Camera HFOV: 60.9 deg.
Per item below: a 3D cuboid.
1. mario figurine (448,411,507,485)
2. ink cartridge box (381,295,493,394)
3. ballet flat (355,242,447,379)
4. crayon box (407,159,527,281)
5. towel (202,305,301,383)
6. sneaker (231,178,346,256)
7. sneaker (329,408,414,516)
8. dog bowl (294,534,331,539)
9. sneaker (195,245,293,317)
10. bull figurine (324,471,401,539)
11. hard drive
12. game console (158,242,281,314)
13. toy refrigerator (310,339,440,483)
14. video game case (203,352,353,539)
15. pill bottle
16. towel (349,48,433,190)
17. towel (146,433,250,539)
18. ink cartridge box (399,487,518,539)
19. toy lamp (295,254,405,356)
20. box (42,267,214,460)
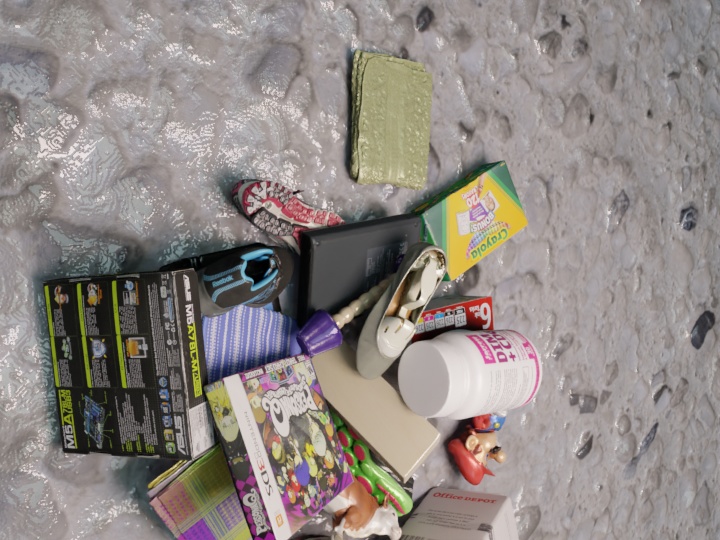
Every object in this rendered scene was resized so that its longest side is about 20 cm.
[{"bbox_3d":[0.226,0.258,1.014,0.122,0.105,0.204,29,77,-30],"label":"mario figurine"},{"bbox_3d":[0.120,0.140,0.945,0.197,0.083,0.180,-9,96,-41],"label":"ink cartridge box"},{"bbox_3d":[0.056,0.052,0.810,0.067,0.063,0.203,33,78,-27],"label":"ballet flat"},{"bbox_3d":[0.177,-0.083,1.010,0.198,0.058,0.121,-33,106,-26],"label":"crayon box"},{"bbox_3d":[-0.135,0.116,0.783,0.199,0.023,0.149,29,59,-57],"label":"towel"},{"bbox_3d":[-0.090,-0.068,0.848,0.199,0.074,0.082,38,82,-39],"label":"sneaker"},{"bbox_3d":[0.015,0.273,0.921,0.202,0.076,0.084,59,30,-11],"label":"sneaker"},{"bbox_3d":[-0.065,0.472,0.863,0.196,0.073,0.206,0,91,-31],"label":"dog bowl"},{"bbox_3d":[-0.122,0.006,0.754,0.075,0.081,0.200,65,23,-4],"label":"sneaker"},{"bbox_3d":[-0.031,0.317,0.846,0.200,0.065,0.121,46,29,3],"label":"bull figurine"},{"bbox_3d":[0.000,0.000,0.881,0.197,0.033,0.143,-13,120,-37],"label":"hard drive"},{"bbox_3d":[-0.164,0.078,0.780,0.113,0.176,0.205,-10,96,-1],"label":"game console"},{"bbox_3d":[0.012,0.189,0.844,0.199,0.070,0.076,41,74,20],"label":"toy refrigerator"},{"bbox_3d":[-0.089,0.202,0.732,0.199,0.035,0.185,-1,70,-67],"label":"video game case"},{"bbox_3d":[0.152,0.142,0.842,0.197,0.112,0.117,2,89,-42],"label":"pill bottle"},{"bbox_3d":[0.047,-0.230,0.945,0.145,0.036,0.206,1,89,-31],"label":"towel"},{"bbox_3d":[-0.175,0.287,0.780,0.143,0.023,0.203,-36,135,-24],"label":"towel"},{"bbox_3d":[0.130,0.416,0.899,0.199,0.143,0.086,-27,105,-52],"label":"ink cartridge box"},{"bbox_3d":[-0.002,0.048,0.842,0.198,0.058,0.059,-35,107,-24],"label":"toy lamp"},{"bbox_3d":[-0.262,0.105,0.686,0.047,0.189,0.205,-13,98,-65],"label":"box"}]
